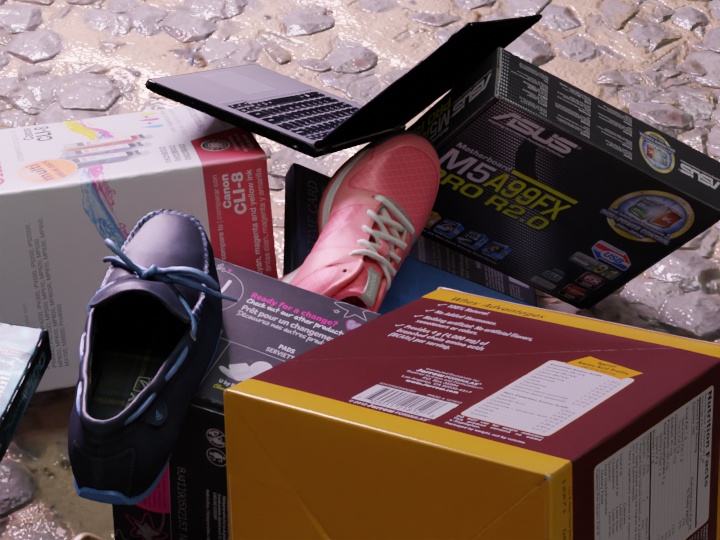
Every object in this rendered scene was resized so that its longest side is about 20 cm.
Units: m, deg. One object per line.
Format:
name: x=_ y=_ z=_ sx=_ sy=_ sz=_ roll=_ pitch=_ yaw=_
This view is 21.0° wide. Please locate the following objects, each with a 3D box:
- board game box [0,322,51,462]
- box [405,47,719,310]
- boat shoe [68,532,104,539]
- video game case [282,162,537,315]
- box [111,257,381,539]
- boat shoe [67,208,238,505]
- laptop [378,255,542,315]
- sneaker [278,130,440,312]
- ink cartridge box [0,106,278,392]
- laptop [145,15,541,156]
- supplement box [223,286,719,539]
board game box: x=-0.301 y=0.074 z=1.167 sx=0.198 sy=0.028 sz=0.136 roll=9 pitch=44 yaw=10
box: x=0.127 y=-0.057 z=1.337 sx=0.199 sy=0.160 sz=0.045 roll=24 pitch=53 yaw=-25
boat shoe: x=-0.159 y=0.186 z=1.136 sx=0.199 sy=0.073 sz=0.072 roll=10 pitch=18 yaw=38
video game case: x=0.038 y=0.008 z=1.363 sx=0.198 sy=0.019 sz=0.144 roll=20 pitch=38 yaw=-18
box: x=-0.067 y=0.111 z=1.162 sx=0.131 sy=0.201 sz=0.115 roll=18 pitch=44 yaw=16
boat shoe: x=-0.109 y=0.032 z=1.045 sx=0.083 sy=0.069 sz=0.201 roll=1 pitch=44 yaw=0
laptop: x=0.112 y=0.048 z=1.267 sx=0.186 sy=0.200 sz=0.117 roll=20 pitch=73 yaw=-16
sneaker: x=0.000 y=0.000 z=1.240 sx=0.201 sy=0.074 sz=0.087 roll=-55 pitch=27 yaw=-12
ink cartridge box: x=-0.166 y=-0.018 z=1.318 sx=0.198 sy=0.146 sz=0.145 roll=-9 pitch=22 yaw=-12
laptop: x=-0.007 y=-0.148 z=1.318 sx=0.198 sy=0.117 sz=0.187 roll=22 pitch=15 yaw=15
supplement box: x=0.066 y=0.113 z=1.015 sx=0.196 sy=0.134 sz=0.199 roll=11 pitch=21 yaw=35
